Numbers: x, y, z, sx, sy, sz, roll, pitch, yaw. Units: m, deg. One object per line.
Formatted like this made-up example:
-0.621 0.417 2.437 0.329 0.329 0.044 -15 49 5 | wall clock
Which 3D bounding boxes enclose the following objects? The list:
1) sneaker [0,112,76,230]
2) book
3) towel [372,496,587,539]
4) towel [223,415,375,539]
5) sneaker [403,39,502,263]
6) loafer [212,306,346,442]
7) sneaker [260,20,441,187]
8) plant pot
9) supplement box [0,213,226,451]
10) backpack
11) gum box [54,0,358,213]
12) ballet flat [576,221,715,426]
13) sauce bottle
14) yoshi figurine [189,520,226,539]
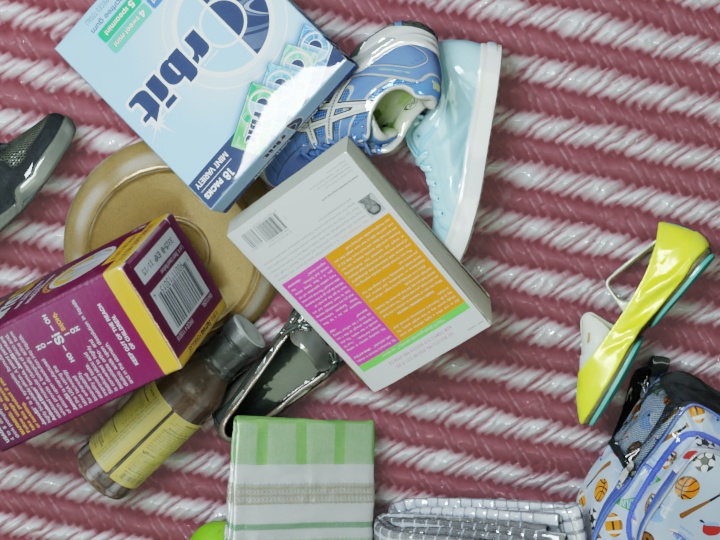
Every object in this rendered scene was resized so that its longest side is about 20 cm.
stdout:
-0.341 -0.083 1.491 0.199 0.076 0.114 -39 109 13 | sneaker
0.000 0.000 1.481 0.133 0.048 0.200 -33 113 20 | book
0.112 0.297 1.570 0.199 0.085 0.167 -1 105 29 | towel
-0.056 0.231 1.548 0.148 0.031 0.201 5 86 -31 | towel
0.070 -0.103 1.514 0.081 0.074 0.201 9 95 3 | sneaker
-0.054 0.082 1.554 0.072 0.063 0.200 43 99 -12 | loafer
-0.013 -0.128 1.470 0.200 0.077 0.076 -37 138 28 | sneaker
-0.165 -0.018 1.542 0.199 0.027 0.201 -1 104 -3 | plant pot
-0.234 0.052 1.477 0.199 0.131 0.104 -26 105 21 | supplement box
0.295 0.213 1.567 0.199 0.154 0.191 32 111 -13 | backpack
-0.130 -0.178 1.454 0.200 0.045 0.170 46 99 11 | gum box
0.239 0.043 1.565 0.067 0.067 0.201 36 98 11 | ballet flat
-0.166 0.120 1.551 0.200 0.065 0.065 -42 103 13 | sauce bottle
-0.154 0.298 1.586 0.112 0.112 0.200 38 97 -5 | yoshi figurine
